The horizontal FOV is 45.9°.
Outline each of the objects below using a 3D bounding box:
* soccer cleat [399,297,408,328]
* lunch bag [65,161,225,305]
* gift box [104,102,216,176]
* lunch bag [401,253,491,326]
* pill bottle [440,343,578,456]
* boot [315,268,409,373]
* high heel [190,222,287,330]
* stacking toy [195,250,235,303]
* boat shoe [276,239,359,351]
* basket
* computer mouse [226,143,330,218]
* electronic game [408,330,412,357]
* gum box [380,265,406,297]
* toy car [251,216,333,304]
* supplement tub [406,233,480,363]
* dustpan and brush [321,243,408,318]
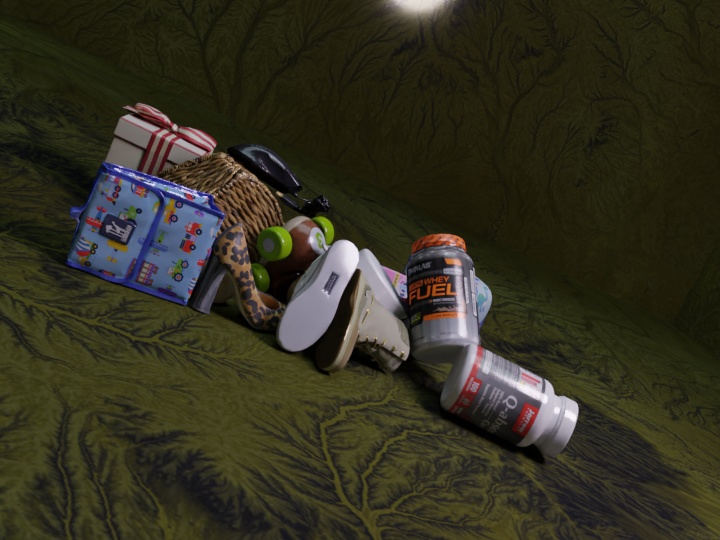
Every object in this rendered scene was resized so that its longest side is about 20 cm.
[{"bbox_3d":[0.091,0.073,1.536,0.198,0.074,0.068,19,22,-25],"label":"soccer cleat"},{"bbox_3d":[-0.320,-0.059,1.222,0.198,0.152,0.094,19,14,-31],"label":"lunch bag"},{"bbox_3d":[-0.383,-0.199,1.578,0.183,0.189,0.200,23,14,-13],"label":"gift box"},{"bbox_3d":[0.158,0.057,1.703,0.082,0.162,0.200,13,19,-47],"label":"lunch bag"},{"bbox_3d":[0.237,0.209,1.354,0.198,0.117,0.116,26,12,0],"label":"pill bottle"},{"bbox_3d":[0.009,0.114,1.347,0.155,0.071,0.201,49,36,-27],"label":"boot"},{"bbox_3d":[-0.148,0.013,1.299,0.198,0.144,0.071,16,15,-38],"label":"high heel"},{"bbox_3d":[-0.276,-0.022,1.368,0.199,0.086,0.085,27,11,38],"label":"stacking toy"},{"bbox_3d":[-0.073,0.040,1.320,0.072,0.202,0.066,33,-22,-17],"label":"boat shoe"},{"bbox_3d":[-0.232,-0.108,1.452,0.149,0.143,0.201,37,-18,39],"label":"basket"},{"bbox_3d":[-0.140,-0.161,1.471,0.198,0.046,0.140,32,-12,-9],"label":"computer mouse"},{"bbox_3d":[0.062,0.104,1.594,0.198,0.042,0.200,25,12,-6],"label":"electronic game"},{"bbox_3d":[0.012,0.014,1.718,0.112,0.067,0.200,21,1,-27],"label":"gum box"},{"bbox_3d":[-0.077,0.024,1.429,0.200,0.159,0.164,43,27,16],"label":"toy car"},{"bbox_3d":[0.140,0.049,1.460,0.121,0.203,0.123,-2,-23,-1],"label":"supplement tub"},{"bbox_3d":[0.000,0.000,1.449,0.200,0.057,0.140,52,8,-46],"label":"dustpan and brush"}]
